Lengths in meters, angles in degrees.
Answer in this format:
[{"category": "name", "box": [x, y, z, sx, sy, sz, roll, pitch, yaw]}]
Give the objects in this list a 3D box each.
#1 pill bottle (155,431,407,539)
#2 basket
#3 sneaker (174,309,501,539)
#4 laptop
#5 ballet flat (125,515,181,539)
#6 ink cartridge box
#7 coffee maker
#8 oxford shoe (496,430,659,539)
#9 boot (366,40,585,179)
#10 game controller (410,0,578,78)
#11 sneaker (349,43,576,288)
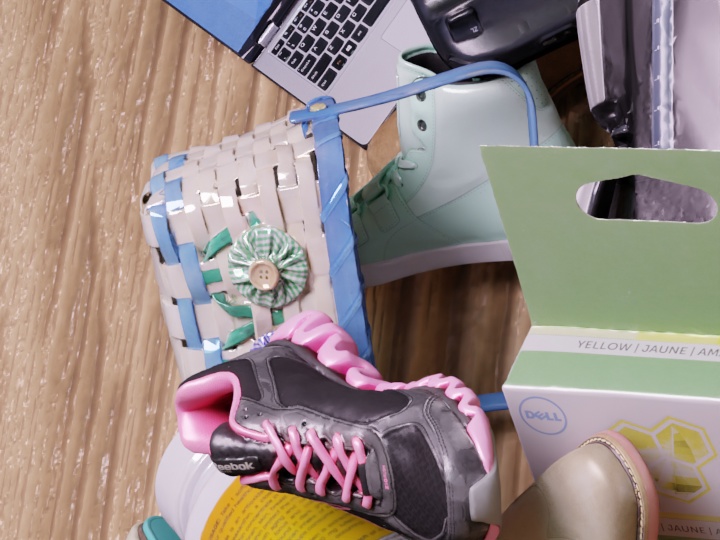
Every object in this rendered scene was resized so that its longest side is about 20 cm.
[{"category": "pill bottle", "box": [-0.019, 0.146, 1.321, 0.111, 0.111, 0.200, -53, 45, 3]}, {"category": "basket", "box": [0.000, 0.000, 1.313, 0.199, 0.178, 0.139, -14, 18, -3]}, {"category": "sneaker", "box": [-0.015, 0.078, 1.157, 0.200, 0.095, 0.080, 22, 120, 56]}, {"category": "laptop", "box": [-0.026, -0.206, 1.525, 0.188, 0.116, 0.200, -55, 44, 3]}, {"category": "ballet flat", "box": [-0.076, 0.206, 1.376, 0.070, 0.069, 0.200, -49, 39, 7]}, {"category": "ink cartridge box", "box": [0.131, 0.040, 1.130, 0.145, 0.201, 0.048, 3, 44, 28]}, {"category": "coffee maker", "box": [0.187, -0.039, 1.226, 0.191, 0.135, 0.202, -1, 80, 21]}, {"category": "oxford shoe", "box": [0.064, 0.148, 1.160, 0.071, 0.073, 0.201, 55, 135, 31]}, {"category": "boot", "box": [0.071, -0.112, 1.419, 0.200, 0.075, 0.074, -35, 50, 22]}, {"category": "game controller", "box": [0.116, -0.175, 1.327, 0.199, 0.042, 0.105, -25, 60, 1]}, {"category": "sneaker", "box": [0.022, -0.060, 1.390, 0.199, 0.119, 0.074, -10, 21, 29]}]
